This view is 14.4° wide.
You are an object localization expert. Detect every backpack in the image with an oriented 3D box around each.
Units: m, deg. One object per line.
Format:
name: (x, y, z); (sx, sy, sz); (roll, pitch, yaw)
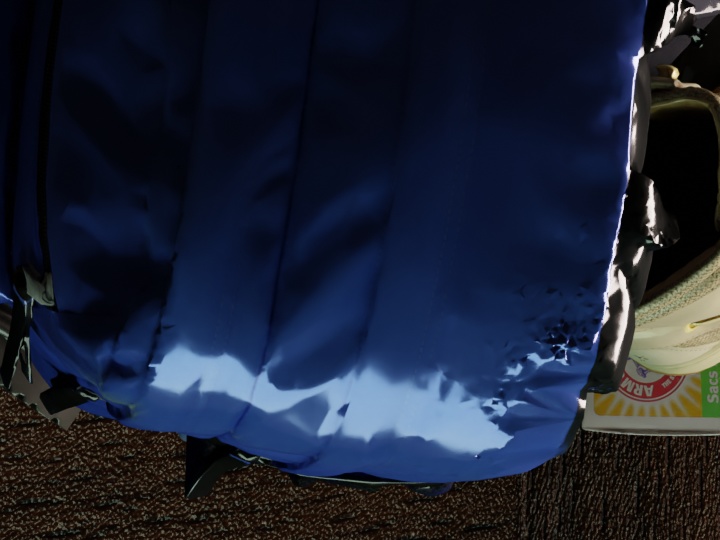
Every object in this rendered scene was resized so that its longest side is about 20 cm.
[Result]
backpack: (-0.022, -0.030, 0.600); (0.167, 0.164, 0.200); (3, -178, -14)

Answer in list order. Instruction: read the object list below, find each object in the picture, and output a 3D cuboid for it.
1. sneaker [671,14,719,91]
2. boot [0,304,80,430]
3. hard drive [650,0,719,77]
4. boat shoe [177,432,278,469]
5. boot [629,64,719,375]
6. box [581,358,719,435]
sneaker: (0.052, -0.084, 1.046); (0.106, 0.075, 0.200); (-2, -177, -29)
boot: (-0.126, -0.060, 0.980); (0.211, 0.158, 0.079); (39, 176, -36)
hard drive: (0.016, -0.055, 0.888); (0.199, 0.042, 0.135); (-16, 162, -31)
boat shoe: (0.000, 0.000, 0.971); (0.072, 0.072, 0.200); (22, -135, 2)
boot: (0.141, -0.047, 0.935); (0.200, 0.073, 0.155); (-42, 162, 11)
box: (0.160, -0.028, 1.272); (0.101, 0.201, 0.112); (0, -179, 19)
